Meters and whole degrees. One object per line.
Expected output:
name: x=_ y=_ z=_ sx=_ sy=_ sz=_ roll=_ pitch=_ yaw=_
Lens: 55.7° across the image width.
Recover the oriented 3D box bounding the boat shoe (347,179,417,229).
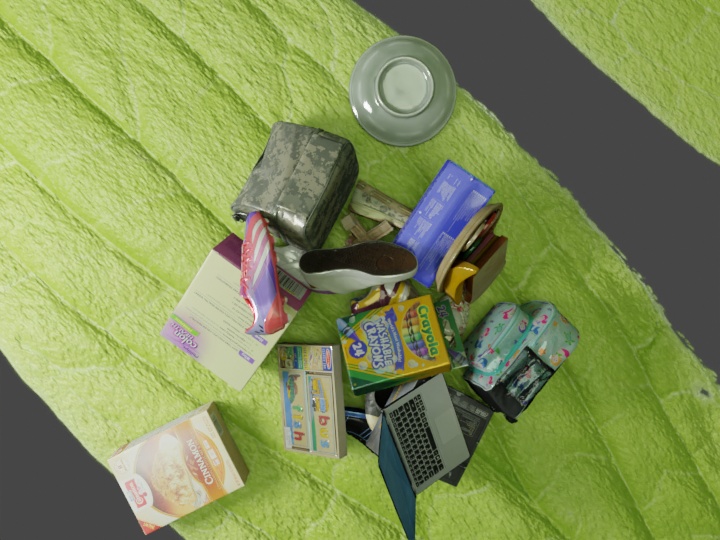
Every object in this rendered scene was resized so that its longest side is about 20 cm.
boat shoe: x=0.079 y=-0.105 z=1.227 sx=0.199 sy=0.073 sz=0.063 roll=18 pitch=95 yaw=-2

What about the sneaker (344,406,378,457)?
sneaker: x=0.022 y=0.299 z=1.245 sx=0.198 sy=0.070 sz=0.079 roll=12 pitch=85 yaw=-3

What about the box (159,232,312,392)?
box: x=-0.215 y=0.073 z=1.183 sx=0.175 sy=0.097 sz=0.200 roll=36 pitch=113 yaw=-3

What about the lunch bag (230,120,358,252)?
lunch bag: x=-0.114 y=-0.151 z=1.175 sx=0.167 sy=0.139 sz=0.201 roll=22 pitch=75 yaw=13

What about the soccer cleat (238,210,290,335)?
soccer cleat: x=-0.163 y=0.003 z=1.075 sx=0.076 sy=0.067 sz=0.201 roll=-11 pitch=80 yaw=-14

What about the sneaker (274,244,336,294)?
sneaker: x=-0.089 y=-0.012 z=1.225 sx=0.198 sy=0.075 sz=0.100 roll=9 pitch=94 yaw=-2

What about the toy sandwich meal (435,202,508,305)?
toy sandwich meal: x=0.202 y=-0.023 z=1.168 sx=0.070 sy=0.205 sz=0.206 roll=36 pitch=91 yaw=16

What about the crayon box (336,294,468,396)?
crayon box: x=0.070 y=0.121 z=1.144 sx=0.199 sy=0.052 sz=0.127 roll=-15 pitch=67 yaw=0

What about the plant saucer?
plant saucer: x=0.078 y=-0.327 z=1.229 sx=0.198 sy=0.050 sz=0.202 roll=0 pitch=92 yaw=-2

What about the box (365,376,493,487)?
box: x=0.128 y=0.278 z=1.211 sx=0.199 sy=0.048 sz=0.159 roll=29 pitch=87 yaw=-30

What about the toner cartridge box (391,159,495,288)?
toner cartridge box: x=0.133 y=-0.080 z=1.168 sx=0.095 sy=0.043 sz=0.201 roll=33 pitch=100 yaw=-8

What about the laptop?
laptop: x=0.110 y=0.308 z=1.113 sx=0.199 sy=0.116 sz=0.188 roll=-29 pitch=114 yaw=-20

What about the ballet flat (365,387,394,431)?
ballet flat: x=0.056 y=0.189 z=1.202 sx=0.066 sy=0.057 sz=0.201 roll=19 pitch=85 yaw=-21

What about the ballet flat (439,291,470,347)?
ballet flat: x=0.146 y=0.128 z=1.244 sx=0.075 sy=0.064 sz=0.201 roll=27 pitch=91 yaw=-4

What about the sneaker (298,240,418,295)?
sneaker: x=0.000 y=0.000 z=1.157 sx=0.198 sy=0.085 sz=0.073 roll=0 pitch=58 yaw=9

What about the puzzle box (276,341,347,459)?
puzzle box: x=-0.088 y=0.231 z=1.224 sx=0.132 sy=0.025 sz=0.202 roll=-3 pitch=93 yaw=35

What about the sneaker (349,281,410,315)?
sneaker: x=0.011 y=0.095 z=1.230 sx=0.090 sy=0.075 sz=0.201 roll=27 pitch=97 yaw=-1

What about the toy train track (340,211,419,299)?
toy train track: x=0.033 y=-0.018 z=1.228 sx=0.114 sy=0.033 sz=0.200 roll=-31 pitch=108 yaw=34

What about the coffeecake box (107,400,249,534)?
coffeecake box: x=-0.327 y=0.355 z=1.236 sx=0.199 sy=0.073 sz=0.154 roll=-27 pitch=94 yaw=0

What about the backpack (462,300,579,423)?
backpack: x=0.275 y=0.139 z=1.194 sx=0.200 sy=0.178 sz=0.151 roll=-42 pitch=96 yaw=-6
